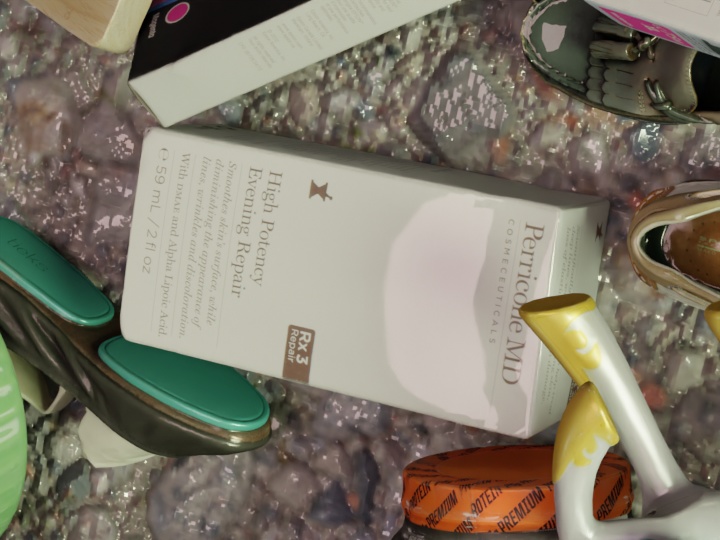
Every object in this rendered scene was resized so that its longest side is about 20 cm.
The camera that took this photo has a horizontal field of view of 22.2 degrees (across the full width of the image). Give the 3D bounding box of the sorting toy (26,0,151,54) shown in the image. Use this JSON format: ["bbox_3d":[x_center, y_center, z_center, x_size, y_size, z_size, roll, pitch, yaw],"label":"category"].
[{"bbox_3d":[-0.148,-0.230,0.819,0.200,0.069,0.200,35,107,36],"label":"sorting toy"}]

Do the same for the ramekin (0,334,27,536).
[{"bbox_3d":[-0.253,0.072,0.886,0.199,0.097,0.201,15,114,35],"label":"ramekin"}]

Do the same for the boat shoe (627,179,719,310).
[{"bbox_3d":[0.202,0.005,0.726,0.199,0.068,0.075,7,97,22],"label":"boat shoe"}]

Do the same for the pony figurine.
[{"bbox_3d":[0.159,0.100,0.676,0.192,0.167,0.201,-10,102,7],"label":"pony figurine"}]

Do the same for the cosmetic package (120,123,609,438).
[{"bbox_3d":[0.000,0.000,0.811,0.199,0.074,0.102,11,100,23],"label":"cosmetic package"}]

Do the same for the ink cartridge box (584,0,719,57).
[{"bbox_3d":[0.188,-0.123,0.671,0.200,0.042,0.120,26,92,41],"label":"ink cartridge box"}]

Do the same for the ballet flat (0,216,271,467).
[{"bbox_3d":[-0.124,0.047,0.877,0.200,0.068,0.069,34,117,27],"label":"ballet flat"}]

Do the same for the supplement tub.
[{"bbox_3d":[0.069,0.180,0.771,0.122,0.122,0.201,0,96,23],"label":"supplement tub"}]

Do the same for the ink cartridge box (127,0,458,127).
[{"bbox_3d":[-0.007,-0.136,0.793,0.199,0.095,0.037,-19,131,22],"label":"ink cartridge box"}]

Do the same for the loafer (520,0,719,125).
[{"bbox_3d":[0.155,-0.089,0.740,0.199,0.063,0.072,11,99,22],"label":"loafer"}]
